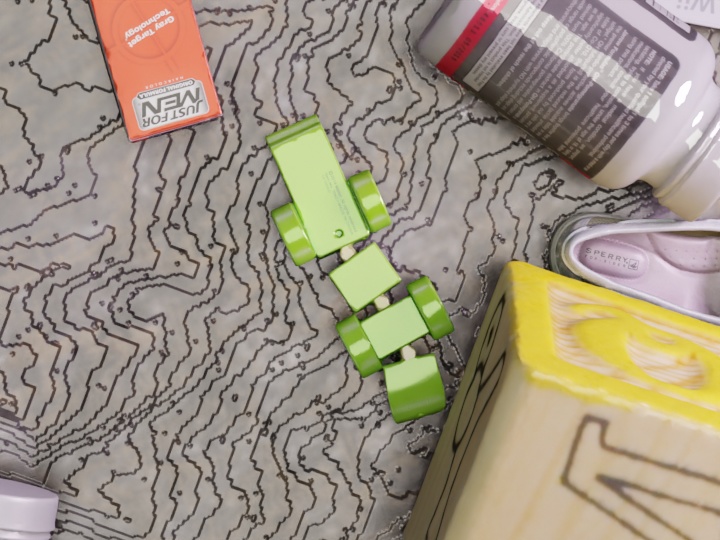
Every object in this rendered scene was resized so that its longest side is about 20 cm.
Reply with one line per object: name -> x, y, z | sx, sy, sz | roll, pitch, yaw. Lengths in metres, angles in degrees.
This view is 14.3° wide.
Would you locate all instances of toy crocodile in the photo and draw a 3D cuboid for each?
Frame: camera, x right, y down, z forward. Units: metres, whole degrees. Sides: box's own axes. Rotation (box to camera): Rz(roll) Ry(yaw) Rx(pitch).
toy crocodile -> 0.000, 0.000, 1.756 | 0.067, 0.062, 0.200 | -29, 89, -2

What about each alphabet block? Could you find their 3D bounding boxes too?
alphabet block -> 0.144, 0.137, 1.678 | 0.196, 0.195, 0.200 | 18, 108, -6

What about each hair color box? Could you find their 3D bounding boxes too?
hair color box -> -0.138, -0.180, 1.716 | 0.061, 0.102, 0.200 | -16, 92, -3

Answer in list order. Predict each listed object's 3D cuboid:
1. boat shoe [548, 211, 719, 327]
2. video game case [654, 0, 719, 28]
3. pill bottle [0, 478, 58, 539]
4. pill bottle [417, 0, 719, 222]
boat shoe -> 0.218, 0.003, 1.762 | 0.202, 0.065, 0.075 | 12, 91, -4
video game case -> 0.267, -0.236, 1.733 | 0.143, 0.018, 0.200 | 9, 115, -12
pill bottle -> -0.239, 0.227, 1.720 | 0.109, 0.109, 0.200 | 11, 91, -4
pill bottle -> 0.143, -0.120, 1.730 | 0.200, 0.111, 0.111 | 36, 90, -4
